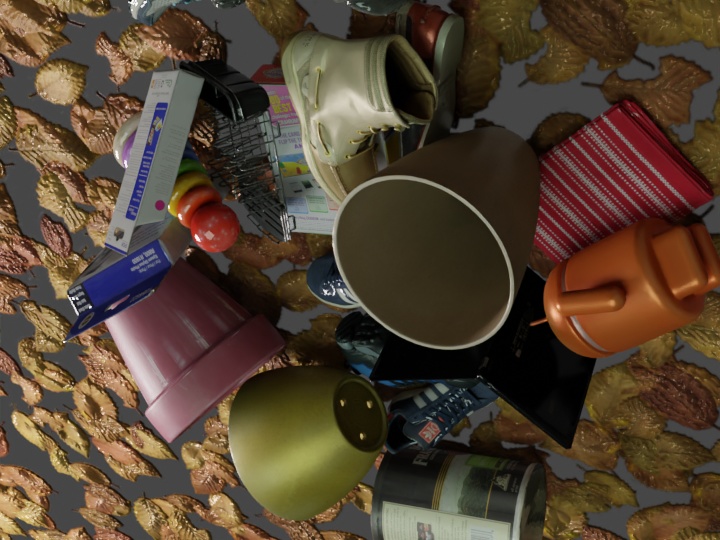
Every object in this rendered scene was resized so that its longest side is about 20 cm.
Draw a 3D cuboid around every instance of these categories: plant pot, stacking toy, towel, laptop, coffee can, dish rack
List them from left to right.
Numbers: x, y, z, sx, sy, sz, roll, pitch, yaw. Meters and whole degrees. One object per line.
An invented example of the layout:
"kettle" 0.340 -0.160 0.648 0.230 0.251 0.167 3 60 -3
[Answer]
"stacking toy" -0.201 -0.093 1.265 0.200 0.085 0.086 51 145 32
"plant pot" -0.225 0.090 1.440 0.179 0.200 0.200 50 133 1
"dish rack" -0.132 -0.126 1.233 0.153 0.054 0.202 41 146 52
"plant pot" -0.048 0.204 1.432 0.141 0.201 0.200 -26 114 37
"coffee can" 0.131 0.312 1.472 0.198 0.147 0.147 5 130 22
"plant pot" 0.100 -0.056 1.108 0.186 0.200 0.189 17 129 22
"laptop" 0.145 0.093 1.248 0.199 0.188 0.116 38 135 -9
"towel" 0.247 -0.080 1.167 0.144 0.023 0.200 42 135 -14

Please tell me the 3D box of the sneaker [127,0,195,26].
"sneaker" -0.164 -0.302 1.142 0.086 0.078 0.200 40 134 -15

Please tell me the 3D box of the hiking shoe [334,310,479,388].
"hiking shoe" 0.066 0.109 1.393 0.199 0.075 0.087 16 142 27

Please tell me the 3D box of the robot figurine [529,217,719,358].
"robot figurine" 0.270 0.020 1.152 0.117 0.144 0.199 44 134 -16

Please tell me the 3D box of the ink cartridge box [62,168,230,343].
"ink cartridge box" -0.268 -0.019 1.347 0.199 0.201 0.041 -26 115 38

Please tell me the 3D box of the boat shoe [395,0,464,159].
"boat shoe" 0.059 -0.179 1.141 0.062 0.071 0.201 23 136 18

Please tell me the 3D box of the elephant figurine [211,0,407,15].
"elephant figurine" -0.010 -0.284 0.992 0.141 0.201 0.155 40 134 -10

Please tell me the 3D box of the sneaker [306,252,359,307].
"sneaker" 0.000 0.000 1.275 0.199 0.076 0.084 3 161 42

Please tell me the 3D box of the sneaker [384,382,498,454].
"sneaker" 0.102 0.180 1.416 0.075 0.085 0.200 43 133 -13

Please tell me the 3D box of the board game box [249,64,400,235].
"board game box" -0.029 -0.129 1.246 0.152 0.040 0.201 6 130 22

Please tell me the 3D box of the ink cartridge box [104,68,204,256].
"ink cartridge box" -0.222 -0.114 1.196 0.037 0.202 0.095 18 179 -28

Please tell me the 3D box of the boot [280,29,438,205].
"boot" 0.013 -0.142 1.110 0.155 0.073 0.201 11 129 44
